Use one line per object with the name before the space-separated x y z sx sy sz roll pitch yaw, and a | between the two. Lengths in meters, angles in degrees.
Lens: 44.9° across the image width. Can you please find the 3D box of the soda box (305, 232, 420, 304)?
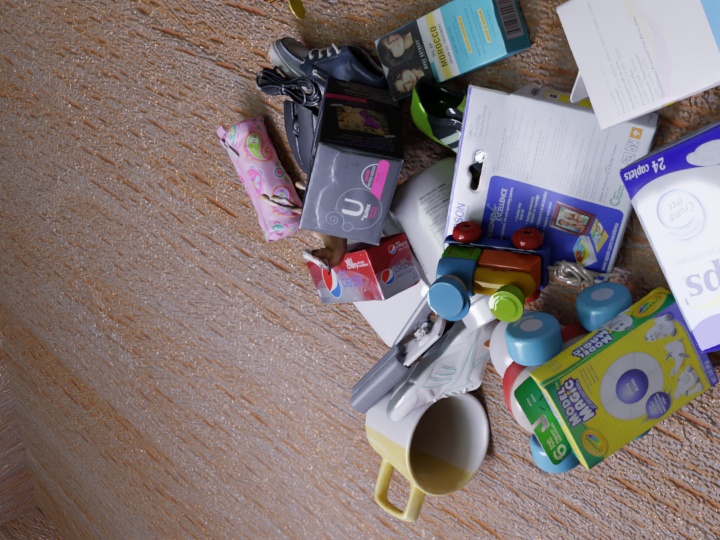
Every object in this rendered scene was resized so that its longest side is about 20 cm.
soda box | 0.000 0.000 1.164 0.200 0.063 0.071 -8 105 64

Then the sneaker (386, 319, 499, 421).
sneaker | 0.118 0.140 1.165 0.080 0.200 0.070 45 -172 -11

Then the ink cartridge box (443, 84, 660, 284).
ink cartridge box | 0.205 -0.100 0.967 0.198 0.047 0.199 19 128 16

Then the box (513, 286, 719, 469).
box | 0.269 0.121 0.926 0.118 0.199 0.048 57 179 -20

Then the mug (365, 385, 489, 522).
mug | 0.072 0.245 1.275 0.153 0.186 0.150 13 141 55

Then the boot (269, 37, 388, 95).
boot | -0.040 -0.287 1.209 0.200 0.073 0.091 41 130 17

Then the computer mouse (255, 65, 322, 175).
computer mouse | -0.079 -0.191 1.249 0.138 0.053 0.201 26 153 45

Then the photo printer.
photo printer | 0.030 -0.011 1.263 0.200 0.069 0.167 51 141 18

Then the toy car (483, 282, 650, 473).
toy car | 0.230 0.097 1.047 0.200 0.175 0.186 -127 17 -63

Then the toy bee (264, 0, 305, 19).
toy bee | -0.098 -0.418 1.166 0.132 0.108 0.200 57 142 14

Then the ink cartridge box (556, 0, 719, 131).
ink cartridge box | 0.287 -0.221 0.790 0.199 0.128 0.126 -17 96 52

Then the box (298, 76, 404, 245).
box | -0.009 -0.142 1.094 0.105 0.201 0.123 12 124 -6

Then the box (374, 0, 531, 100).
box | 0.106 -0.273 1.046 0.199 0.049 0.083 -11 101 52

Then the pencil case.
pencil case | -0.157 -0.148 1.403 0.087 0.087 0.202 -27 89 53

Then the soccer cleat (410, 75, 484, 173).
soccer cleat | 0.140 -0.162 1.023 0.199 0.068 0.081 32 163 22

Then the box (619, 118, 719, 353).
box | 0.373 -0.048 0.802 0.183 0.104 0.202 -26 89 53

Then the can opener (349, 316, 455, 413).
can opener | 0.062 0.139 1.250 0.066 0.053 0.200 41 116 -14

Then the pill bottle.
pill bottle | 0.126 -0.030 1.100 0.201 0.114 0.114 60 142 8

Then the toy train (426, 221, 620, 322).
toy train | 0.176 0.015 0.953 0.198 0.116 0.085 8 122 20

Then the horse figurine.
horse figurine | -0.043 -0.083 1.149 0.132 0.200 0.050 31 125 12
